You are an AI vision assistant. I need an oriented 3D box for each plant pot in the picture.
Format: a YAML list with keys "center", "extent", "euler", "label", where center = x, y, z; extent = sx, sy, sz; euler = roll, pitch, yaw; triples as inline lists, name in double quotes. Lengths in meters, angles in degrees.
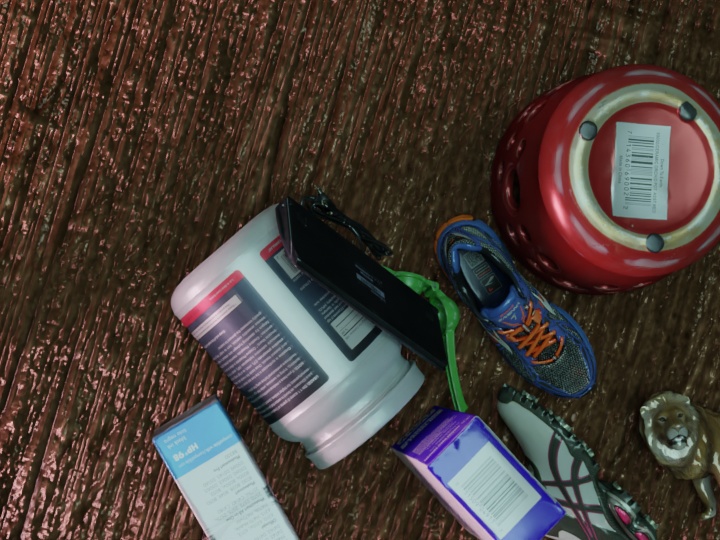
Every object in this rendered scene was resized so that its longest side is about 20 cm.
- center: [0.230, -0.080, 1.240]
  extent: [0.199, 0.182, 0.202]
  euler: [0, 88, -9]
  label: "plant pot"

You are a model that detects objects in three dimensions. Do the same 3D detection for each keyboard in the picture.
- center: [0.000, 0.000, 1.198]
  extent: [0.021, 0.128, 0.200]
  euler: [-35, 128, 24]
  label: "keyboard"

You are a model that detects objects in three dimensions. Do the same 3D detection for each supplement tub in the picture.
- center: [-0.054, 0.056, 1.217]
  extent: [0.140, 0.140, 0.200]
  euler: [-40, 93, -7]
  label: "supplement tub"

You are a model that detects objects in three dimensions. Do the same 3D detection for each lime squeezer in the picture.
- center: [0.044, 0.035, 1.280]
  extent: [0.071, 0.038, 0.200]
  euler: [-42, 91, -11]
  label: "lime squeezer"

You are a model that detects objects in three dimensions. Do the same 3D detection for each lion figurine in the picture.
- center: [0.354, 0.156, 1.308]
  extent: [0.199, 0.072, 0.123]
  euler: [-12, 81, -21]
  label: "lion figurine"

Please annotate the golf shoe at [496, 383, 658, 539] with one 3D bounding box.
- center: [0.180, 0.193, 1.275]
  extent: [0.088, 0.077, 0.200]
  euler: [-40, 92, 0]
  label: "golf shoe"

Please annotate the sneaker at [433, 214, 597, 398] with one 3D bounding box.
- center: [0.135, 0.040, 1.266]
  extent: [0.075, 0.078, 0.200]
  euler: [-44, 91, 11]
  label: "sneaker"

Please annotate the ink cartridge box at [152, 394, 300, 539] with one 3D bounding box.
- center: [-0.102, 0.211, 1.217]
  extent: [0.066, 0.116, 0.201]
  euler: [-30, 91, -7]
  label: "ink cartridge box"

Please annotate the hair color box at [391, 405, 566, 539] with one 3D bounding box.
- center: [0.096, 0.176, 1.200]
  extent: [0.065, 0.200, 0.109]
  euler: [-43, 93, -8]
  label: "hair color box"
